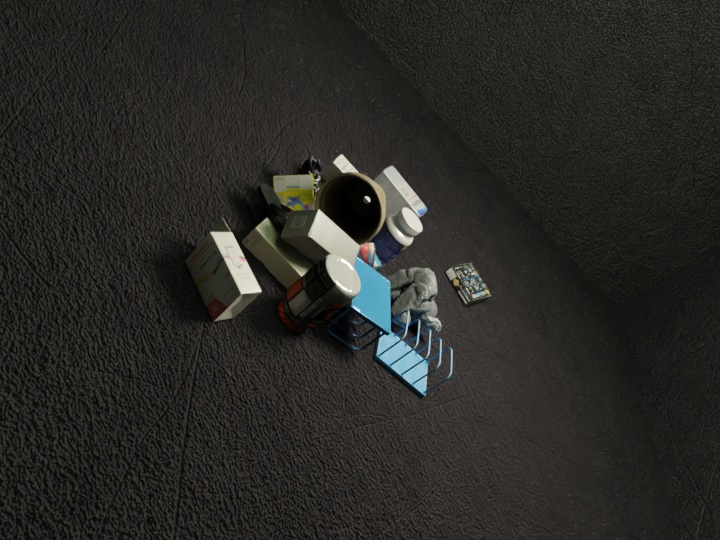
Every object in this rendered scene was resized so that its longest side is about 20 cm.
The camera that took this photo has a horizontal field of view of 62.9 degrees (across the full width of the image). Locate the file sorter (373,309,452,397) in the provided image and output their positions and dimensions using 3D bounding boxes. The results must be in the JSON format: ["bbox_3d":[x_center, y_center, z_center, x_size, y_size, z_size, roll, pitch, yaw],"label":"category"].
[{"bbox_3d":[0.156,0.233,1.691,0.200,0.122,0.139,40,31,-17],"label":"file sorter"}]

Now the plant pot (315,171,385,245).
[{"bbox_3d":[-0.007,-0.187,1.664,0.201,0.200,0.174,50,26,-1],"label":"plant pot"}]

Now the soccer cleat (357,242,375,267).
[{"bbox_3d":[0.000,0.000,1.705,0.072,0.202,0.069,6,42,-1],"label":"soccer cleat"}]

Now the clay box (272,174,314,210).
[{"bbox_3d":[-0.183,-0.164,1.630,0.113,0.048,0.203,-2,73,-4],"label":"clay box"}]

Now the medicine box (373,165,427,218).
[{"bbox_3d":[0.095,-0.222,2.035,0.201,0.182,0.103,50,30,-2],"label":"medicine box"}]

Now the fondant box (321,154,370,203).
[{"bbox_3d":[-0.043,-0.257,1.916,0.200,0.144,0.058,47,51,-8],"label":"fondant box"}]

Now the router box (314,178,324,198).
[{"bbox_3d":[-0.142,-0.207,1.822,0.150,0.051,0.200,50,32,-3],"label":"router box"}]

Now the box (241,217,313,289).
[{"bbox_3d":[-0.208,-0.035,1.534,0.200,0.068,0.082,48,30,-8],"label":"box"}]

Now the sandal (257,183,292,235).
[{"bbox_3d":[-0.209,-0.154,1.556,0.202,0.048,0.075,58,27,14],"label":"sandal"}]

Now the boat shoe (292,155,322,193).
[{"bbox_3d":[-0.157,-0.248,1.710,0.074,0.093,0.202,23,44,-32],"label":"boat shoe"}]

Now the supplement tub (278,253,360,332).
[{"bbox_3d":[-0.104,0.061,1.441,0.122,0.200,0.123,34,34,-27],"label":"supplement tub"}]

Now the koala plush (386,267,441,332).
[{"bbox_3d":[0.181,0.103,1.834,0.200,0.183,0.178,52,7,-44],"label":"koala plush"}]

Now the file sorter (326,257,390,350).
[{"bbox_3d":[-0.008,0.094,1.601,0.138,0.122,0.201,35,33,-25],"label":"file sorter"}]

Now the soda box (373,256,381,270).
[{"bbox_3d":[-0.025,-0.025,1.779,0.199,0.064,0.068,0,57,-53],"label":"soda box"}]

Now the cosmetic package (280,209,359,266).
[{"bbox_3d":[-0.101,-0.074,1.530,0.200,0.106,0.091,42,58,-44],"label":"cosmetic package"}]

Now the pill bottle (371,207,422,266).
[{"bbox_3d":[0.098,-0.106,1.896,0.115,0.200,0.117,33,35,-27],"label":"pill bottle"}]

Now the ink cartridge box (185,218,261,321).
[{"bbox_3d":[-0.316,-0.005,1.307,0.067,0.116,0.201,-5,61,-55],"label":"ink cartridge box"}]

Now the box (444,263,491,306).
[{"bbox_3d":[0.430,0.053,2.333,0.199,0.046,0.160,-7,63,-56],"label":"box"}]
